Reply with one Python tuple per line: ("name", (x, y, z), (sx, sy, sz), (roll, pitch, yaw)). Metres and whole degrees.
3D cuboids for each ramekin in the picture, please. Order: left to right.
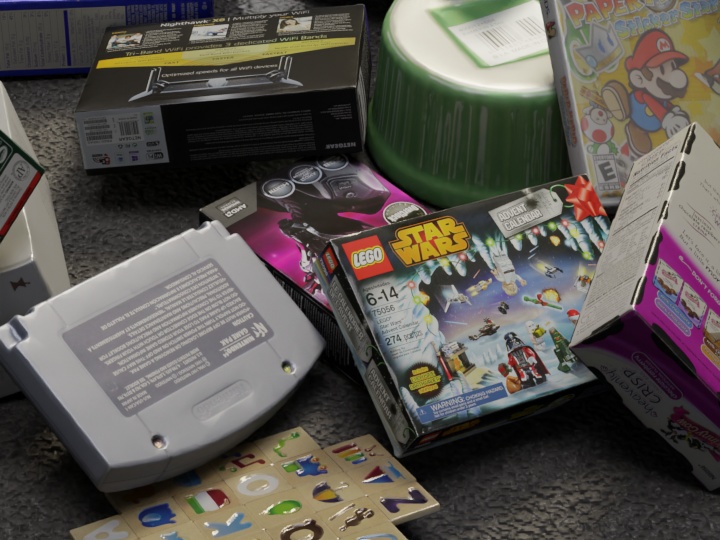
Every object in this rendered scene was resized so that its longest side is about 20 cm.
("ramekin", (0.103, -0.137, 1.643), (0.198, 0.098, 0.201), (1, 39, -1))

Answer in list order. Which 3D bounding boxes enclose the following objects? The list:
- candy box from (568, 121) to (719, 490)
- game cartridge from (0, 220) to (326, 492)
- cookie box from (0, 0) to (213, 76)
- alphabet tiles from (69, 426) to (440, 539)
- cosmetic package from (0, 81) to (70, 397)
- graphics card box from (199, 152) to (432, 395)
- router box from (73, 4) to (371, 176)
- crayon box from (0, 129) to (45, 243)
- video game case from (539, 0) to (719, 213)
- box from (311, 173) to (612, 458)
("candy box", (0.215, 0.019, 1.433), (0.136, 0.061, 0.200), (45, 40, -15))
("game cartridge", (-0.118, 0.054, 1.405), (0.133, 0.041, 0.200), (48, 45, 15))
("cookie box", (-0.216, -0.227, 1.762), (0.198, 0.076, 0.172), (-2, 40, -5))
("alphabet tiles", (-0.062, 0.147, 1.335), (0.199, 0.006, 0.166), (-16, 28, -20))
("cosmetic package", (-0.239, -0.022, 1.486), (0.074, 0.102, 0.201), (-19, 40, 1))
("graphics card box", (0.000, 0.000, 1.514), (0.125, 0.051, 0.200), (-28, 47, -31))
("router box", (-0.094, -0.131, 1.626), (0.198, 0.053, 0.158), (-4, 28, 6))
("crayon box", (-0.307, -0.002, 1.394), (0.172, 0.058, 0.201), (9, 63, 47))
("video game case", (0.222, -0.133, 1.584), (0.199, 0.023, 0.183), (-4, 78, -28))
("box", (0.085, 0.025, 1.432), (0.199, 0.040, 0.138), (-15, 70, -29))
